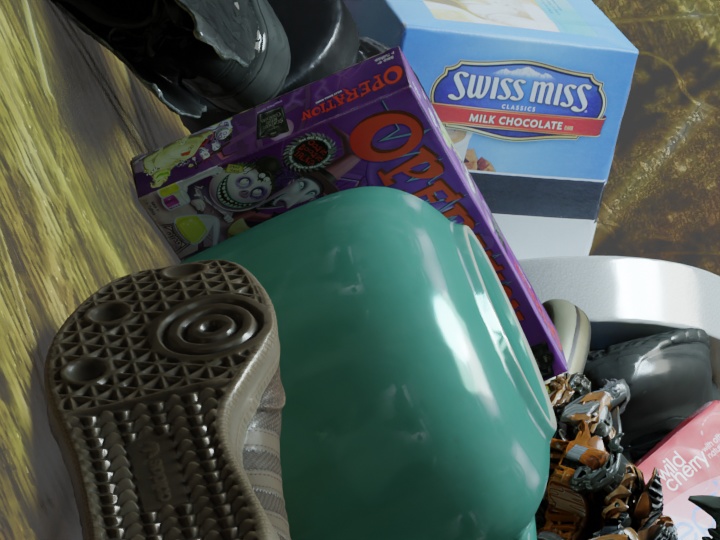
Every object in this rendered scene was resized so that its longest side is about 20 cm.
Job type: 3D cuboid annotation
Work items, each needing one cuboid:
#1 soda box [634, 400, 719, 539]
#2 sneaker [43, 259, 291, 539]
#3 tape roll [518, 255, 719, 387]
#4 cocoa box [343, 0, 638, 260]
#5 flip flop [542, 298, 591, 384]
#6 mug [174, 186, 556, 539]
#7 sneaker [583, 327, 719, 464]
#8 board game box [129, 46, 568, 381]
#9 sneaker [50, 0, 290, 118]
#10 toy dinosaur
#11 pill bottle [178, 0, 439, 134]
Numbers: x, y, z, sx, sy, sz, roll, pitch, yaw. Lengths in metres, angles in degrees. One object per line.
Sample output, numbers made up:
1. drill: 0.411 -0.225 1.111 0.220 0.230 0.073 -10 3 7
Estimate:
1. soda box: 0.116 0.140 1.213 0.070 0.063 0.200 48 49 8
2. sneaker: -0.053 0.071 0.776 0.200 0.070 0.076 -95 179 -61
3. tape roll: 0.101 0.039 1.410 0.203 0.202 0.037 48 37 -68
4. cocoa box: 0.041 -0.100 1.404 0.200 0.133 0.132 -121 -140 -59
5. flip flop: 0.053 0.085 1.230 0.057 0.081 0.201 33 53 -11
6. mug: 0.014 0.056 1.041 0.185 0.114 0.152 60 9 -37
7. sneaker: 0.156 0.088 1.357 0.200 0.076 0.091 40 35 -64
8. board game box: 0.000 0.000 1.116 0.200 0.120 0.032 57 10 -47
9. sneaker: -0.092 -0.128 1.082 0.104 0.060 0.200 26 24 -55
10. toy dinosaur: 0.106 0.136 1.114 0.102 0.135 0.201 39 49 -70
11. pill bottle: -0.008 -0.032 1.193 0.112 0.111 0.200 -107 170 -49
